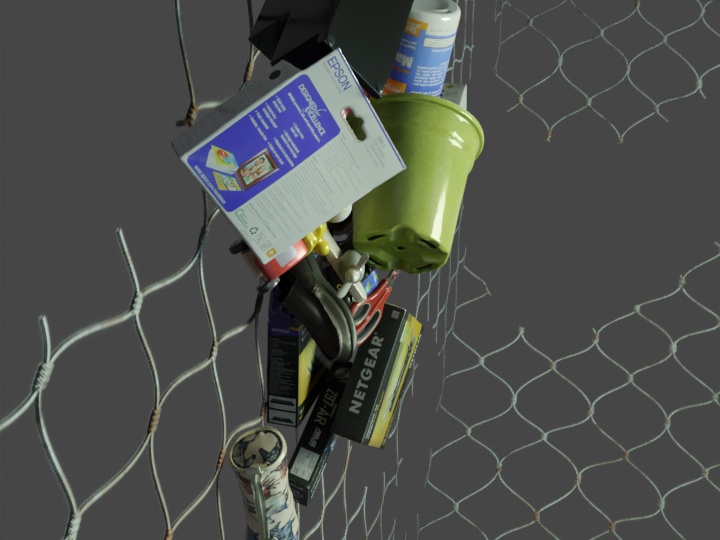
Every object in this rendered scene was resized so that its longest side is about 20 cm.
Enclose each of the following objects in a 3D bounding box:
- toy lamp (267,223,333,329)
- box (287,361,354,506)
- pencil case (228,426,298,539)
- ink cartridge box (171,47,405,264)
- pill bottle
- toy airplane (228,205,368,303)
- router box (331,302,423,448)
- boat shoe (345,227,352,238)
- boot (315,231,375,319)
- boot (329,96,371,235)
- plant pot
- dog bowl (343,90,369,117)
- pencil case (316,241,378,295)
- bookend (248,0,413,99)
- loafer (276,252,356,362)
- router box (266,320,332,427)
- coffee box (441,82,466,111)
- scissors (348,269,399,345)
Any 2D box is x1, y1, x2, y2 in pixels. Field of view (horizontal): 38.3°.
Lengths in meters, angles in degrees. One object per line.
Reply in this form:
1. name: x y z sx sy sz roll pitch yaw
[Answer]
1. toy lamp: -0.087 0.004 1.480 0.202 0.057 0.059 -72 163 -47
2. box: -0.060 0.251 1.604 0.161 0.043 0.202 98 15 -67
3. pencil case: -0.129 0.299 1.397 0.090 0.076 0.202 -98 -177 -48
4. ink cartridge box: -0.072 -0.124 1.114 0.044 0.198 0.199 58 2 42
5. pill bottle: 0.074 -0.305 1.544 0.112 0.110 0.203 -62 167 -58
6. toy airplane: -0.063 -0.068 1.298 0.199 0.140 0.202 19 54 -48
7. router box: 0.029 0.159 1.550 0.157 0.051 0.203 40 68 -72
8. boat shoe: 0.031 -0.064 1.663 0.084 0.068 0.200 -50 -163 2
9. boot: 0.000 0.000 1.495 0.073 0.150 0.201 40 24 -23
10. boot: -0.011 -0.169 1.655 0.202 0.072 0.157 107 3 -48
11. plant pot: 0.064 -0.105 1.400 0.201 0.196 0.187 71 23 -63
12. dog bowl: -0.039 -0.224 1.527 0.200 0.072 0.204 8 90 -78
13. pencil case: -0.022 0.003 1.707 0.087 0.078 0.200 -49 166 0
14. bookend: -0.047 -0.263 1.173 0.092 0.197 0.202 38 52 -30
15. loafer: -0.077 0.040 1.379 0.071 0.202 0.073 -26 171 -38
16. router box: -0.085 0.115 1.550 0.200 0.051 0.160 -55 149 -65
17. coffee box: 0.075 -0.251 1.731 0.080 0.196 0.116 -69 162 -48
18. scissors: 0.040 0.019 1.463 0.201 0.014 0.074 -51 143 -23
